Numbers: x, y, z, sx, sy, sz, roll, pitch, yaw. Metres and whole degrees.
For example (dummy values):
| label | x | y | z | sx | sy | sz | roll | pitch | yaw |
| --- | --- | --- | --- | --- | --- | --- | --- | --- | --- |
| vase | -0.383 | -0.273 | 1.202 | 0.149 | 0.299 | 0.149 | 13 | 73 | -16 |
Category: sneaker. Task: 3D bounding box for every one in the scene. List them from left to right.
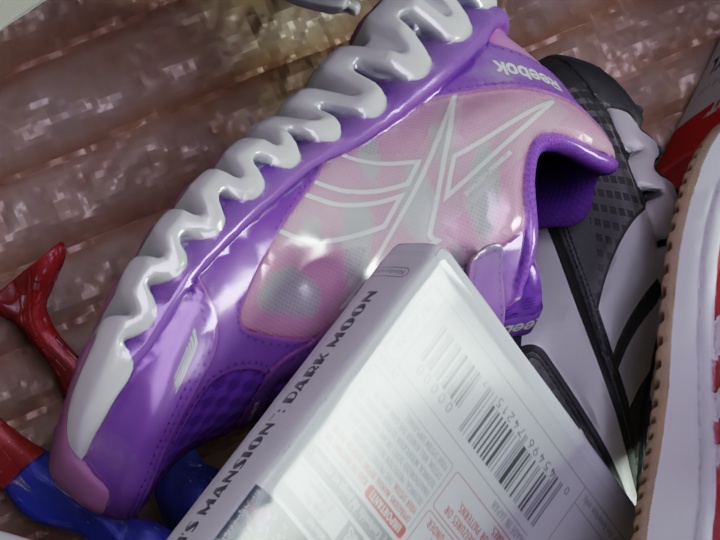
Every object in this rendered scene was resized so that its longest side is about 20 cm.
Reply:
| label | x | y | z | sx | sy | sz | roll | pitch | yaw |
| --- | --- | --- | --- | --- | --- | --- | --- | --- | --- |
| sneaker | 0.000 | 0.000 | 0.748 | 0.088 | 0.081 | 0.200 | 40 | 56 | 5 |
| sneaker | 0.047 | 0.033 | 0.812 | 0.090 | 0.066 | 0.201 | 1 | 77 | -23 |
| sneaker | 0.133 | 0.037 | 0.732 | 0.112 | 0.071 | 0.200 | -4 | 46 | 17 |

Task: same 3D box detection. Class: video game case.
| label | x | y | z | sx | sy | sz | roll | pitch | yaw |
| --- | --- | --- | --- | --- | --- | --- | --- | --- | --- |
| video game case | 0.017 | 0.126 | 0.712 | 0.182 | 0.023 | 0.200 | -52 | 122 | -26 |

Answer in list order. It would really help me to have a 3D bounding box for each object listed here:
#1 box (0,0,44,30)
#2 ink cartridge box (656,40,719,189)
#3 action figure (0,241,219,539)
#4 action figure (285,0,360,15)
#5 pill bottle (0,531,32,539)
| label | x | y | z | sx | sy | sz | roll | pitch | yaw |
| --- | --- | --- | --- | --- | --- | --- | --- | --- | --- |
| box | -0.160 | -0.150 | 0.721 | 0.109 | 0.128 | 0.200 | 9 | 59 | -54 |
| ink cartridge box | 0.161 | -0.071 | 0.858 | 0.067 | 0.116 | 0.200 | 33 | 65 | -11 |
| action figure | -0.038 | 0.085 | 0.773 | 0.200 | 0.052 | 0.065 | 50 | 45 | -4 |
| action figure | -0.049 | -0.124 | 0.752 | 0.069 | 0.200 | 0.130 | -8 | 88 | -59 |
| pill bottle | -0.115 | 0.168 | 0.686 | 0.112 | 0.112 | 0.200 | 22 | 69 | -14 |
